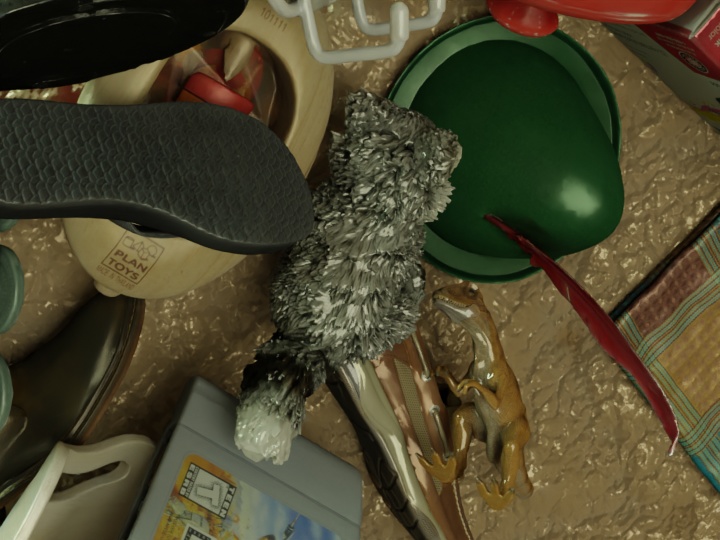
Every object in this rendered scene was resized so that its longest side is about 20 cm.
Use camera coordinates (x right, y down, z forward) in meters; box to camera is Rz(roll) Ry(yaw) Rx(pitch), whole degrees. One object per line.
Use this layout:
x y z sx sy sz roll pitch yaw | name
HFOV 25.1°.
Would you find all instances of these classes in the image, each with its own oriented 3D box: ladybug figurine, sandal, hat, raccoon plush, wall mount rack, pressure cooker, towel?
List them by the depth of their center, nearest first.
-0.149 -0.202 0.763 0.174 0.179 0.202 -14 85 -10 | pressure cooker
-0.003 -0.202 0.828 0.074 0.200 0.176 -7 104 14 | wall mount rack
-0.115 -0.050 0.829 0.198 0.043 0.077 9 68 -30 | sandal
0.000 0.000 0.892 0.096 0.202 0.135 15 141 -5 | raccoon plush
-0.096 -0.077 0.896 0.135 0.072 0.201 33 92 -27 | ladybug figurine
0.124 -0.041 0.939 0.199 0.176 0.166 36 93 -28 | hat
0.266 0.061 1.119 0.147 0.022 0.200 -44 117 -5 | towel

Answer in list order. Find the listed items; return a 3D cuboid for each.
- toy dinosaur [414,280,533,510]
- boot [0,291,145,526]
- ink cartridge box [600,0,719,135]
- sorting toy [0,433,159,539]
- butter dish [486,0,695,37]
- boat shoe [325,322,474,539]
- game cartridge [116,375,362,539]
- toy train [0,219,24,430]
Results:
0.086 0.101 0.979 0.107 0.060 0.202 -55 139 -43 | toy dinosaur
-0.209 0.074 0.897 0.097 0.075 0.201 37 92 -30 | boot
0.249 -0.126 0.981 0.199 0.146 0.083 37 92 -27 | ink cartridge box
-0.173 0.174 0.878 0.182 0.106 0.200 -64 161 5 | sorting toy
0.114 -0.199 0.899 0.197 0.201 0.149 10 126 -21 | butter dish
0.038 0.102 1.010 0.071 0.076 0.201 -31 118 -14 | boat shoe
-0.070 0.168 0.880 0.132 0.042 0.201 28 51 -11 | game cartridge
-0.229 0.004 0.827 0.085 0.113 0.203 3 93 -42 | toy train
